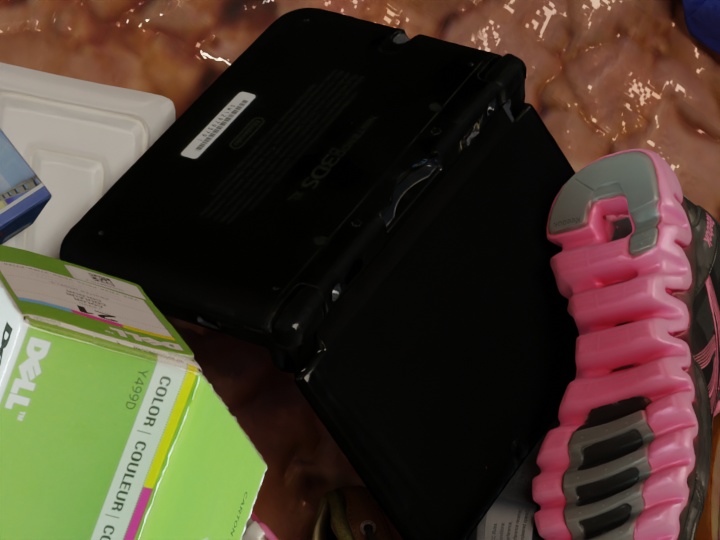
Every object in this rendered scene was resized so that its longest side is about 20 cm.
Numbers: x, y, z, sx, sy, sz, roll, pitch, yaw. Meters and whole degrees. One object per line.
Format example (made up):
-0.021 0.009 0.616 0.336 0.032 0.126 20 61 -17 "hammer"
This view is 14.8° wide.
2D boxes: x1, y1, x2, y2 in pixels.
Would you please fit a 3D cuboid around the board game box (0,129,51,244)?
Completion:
-0.235 -0.068 1.088 0.135 0.034 0.200 -35 85 -30 "board game box"

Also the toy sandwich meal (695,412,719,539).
0.215 0.136 1.223 0.205 0.070 0.205 25 52 -38 "toy sandwich meal"

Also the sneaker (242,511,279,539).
-0.046 0.155 1.079 0.087 0.074 0.200 -41 66 -5 "sneaker"

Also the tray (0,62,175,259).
-0.128 0.010 1.144 0.107 0.022 0.200 11 71 -25 "tray"

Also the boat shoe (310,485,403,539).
0.008 0.186 1.139 0.068 0.072 0.200 12 59 -24 "boat shoe"

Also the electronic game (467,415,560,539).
0.115 0.153 1.190 0.200 0.042 0.200 26 52 -38 "electronic game"

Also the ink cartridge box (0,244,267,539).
-0.113 0.090 0.999 0.076 0.200 0.148 17 100 -22 "ink cartridge box"

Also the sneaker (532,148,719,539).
0.127 0.053 1.163 0.095 0.079 0.200 29 59 -48 "sneaker"

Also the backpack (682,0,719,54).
0.243 -0.203 1.315 0.168 0.163 0.200 39 63 -8 "backpack"

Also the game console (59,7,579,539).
0.000 0.000 1.171 0.176 0.116 0.200 17 44 25 "game console"
